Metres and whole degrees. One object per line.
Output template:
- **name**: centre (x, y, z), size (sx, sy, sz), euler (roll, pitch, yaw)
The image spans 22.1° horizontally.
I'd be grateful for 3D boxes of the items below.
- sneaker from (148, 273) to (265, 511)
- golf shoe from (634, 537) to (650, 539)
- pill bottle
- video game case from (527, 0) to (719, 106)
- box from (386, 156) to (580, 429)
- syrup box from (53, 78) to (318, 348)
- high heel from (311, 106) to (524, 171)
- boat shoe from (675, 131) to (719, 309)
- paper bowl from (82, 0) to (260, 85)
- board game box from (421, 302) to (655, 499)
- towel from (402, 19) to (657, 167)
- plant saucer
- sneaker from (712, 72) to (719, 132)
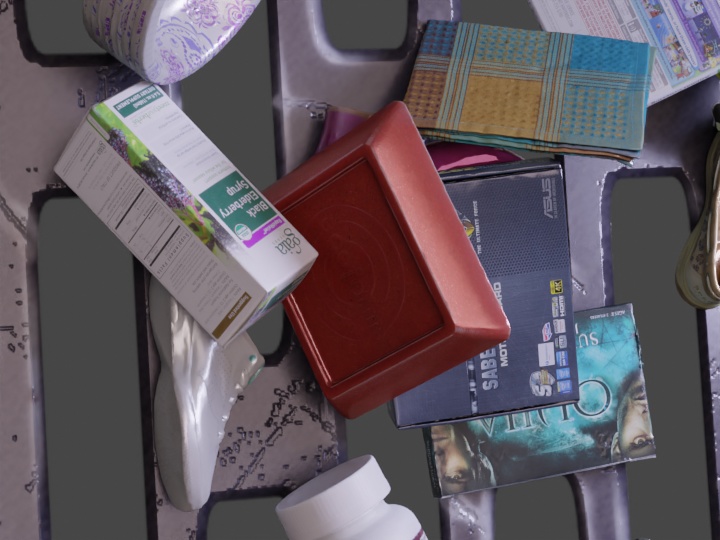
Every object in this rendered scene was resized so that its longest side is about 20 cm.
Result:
- **sneaker**: centre (-0.118, 0.091, 1.475), size (0.088, 0.075, 0.202), euler (1, 85, -26)
- **golf shoe**: centre (0.198, 0.315, 1.538), size (0.087, 0.077, 0.202), euler (19, 81, -5)
- **pill bottle**: centre (0.015, 0.258, 1.474), size (0.109, 0.109, 0.201), euler (-28, 94, -15)
- **video game case**: centre (0.235, -0.245, 1.563), size (0.181, 0.022, 0.202), euler (-25, 81, 6)
- **box**: centre (0.091, 0.018, 1.485), size (0.156, 0.051, 0.202), euler (-7, 102, -7)
- **syrup box**: centre (-0.136, -0.046, 1.437), size (0.200, 0.082, 0.079), euler (45, 39, 6)
- **high heel**: centre (0.053, -0.065, 1.522), size (0.198, 0.067, 0.097), euler (13, 79, -1)
- **boat shoe**: centre (0.336, -0.062, 1.602), size (0.073, 0.063, 0.202), euler (20, 79, -11)
- **paper bowl**: centre (-0.142, -0.254, 1.424), size (0.104, 0.201, 0.201), euler (37, 77, 12)
- **board game box**: centre (0.147, 0.109, 1.560), size (0.198, 0.028, 0.137), euler (-9, 88, -15)
- **towel**: centre (0.139, -0.148, 1.508), size (0.198, 0.022, 0.147), euler (7, 46, 11)
- **plant saucer**: centre (0.000, 0.000, 1.436), size (0.037, 0.199, 0.201), euler (-19, 82, -48)
- **sneaker**: centre (0.343, -0.200, 1.590), size (0.076, 0.076, 0.202), euler (2, 55, 12)
